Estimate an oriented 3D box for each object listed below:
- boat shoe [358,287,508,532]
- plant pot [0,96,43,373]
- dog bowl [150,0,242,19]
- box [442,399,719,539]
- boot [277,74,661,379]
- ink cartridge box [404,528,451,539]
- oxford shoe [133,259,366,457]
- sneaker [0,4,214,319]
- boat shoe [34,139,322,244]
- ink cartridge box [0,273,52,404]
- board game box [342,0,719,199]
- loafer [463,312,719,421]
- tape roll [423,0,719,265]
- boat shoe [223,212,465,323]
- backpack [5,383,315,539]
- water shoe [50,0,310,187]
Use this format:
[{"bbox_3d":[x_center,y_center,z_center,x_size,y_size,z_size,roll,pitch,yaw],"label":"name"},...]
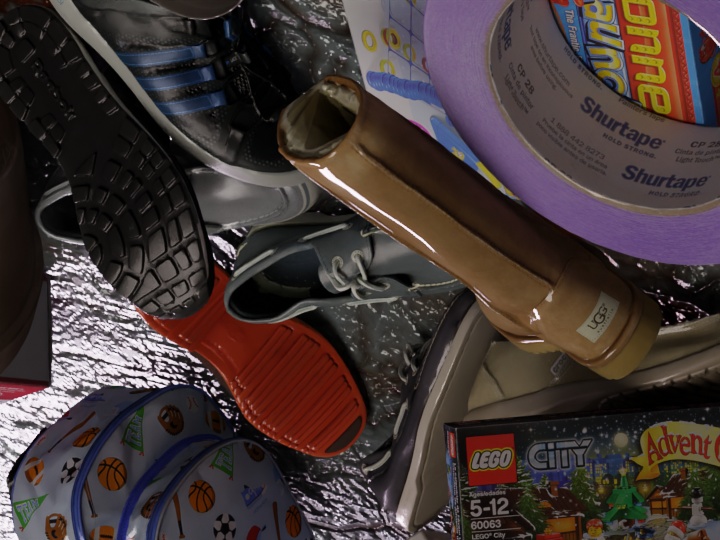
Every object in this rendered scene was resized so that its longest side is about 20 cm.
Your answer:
[{"bbox_3d":[0.039,0.075,1.494,0.063,0.073,0.200,40,140,24],"label":"boat shoe"},{"bbox_3d":[-0.281,-0.038,1.512,0.200,0.200,0.174,33,144,3],"label":"plant pot"},{"bbox_3d":[-0.091,-0.225,1.217,0.200,0.059,0.200,38,146,32],"label":"dog bowl"},{"bbox_3d":[0.148,0.142,1.326,0.200,0.137,0.038,-4,-178,-9],"label":"box"},{"bbox_3d":[0.043,-0.031,1.248,0.200,0.066,0.175,34,174,-22],"label":"boot"},{"bbox_3d":[-0.007,0.248,1.601,0.067,0.200,0.117,61,-166,19],"label":"ink cartridge box"},{"bbox_3d":[-0.072,0.042,1.568,0.200,0.071,0.073,46,-179,-28],"label":"oxford shoe"},{"bbox_3d":[-0.127,-0.068,1.418,0.076,0.088,0.200,-34,80,26],"label":"sneaker"},{"bbox_3d":[-0.112,-0.040,1.482,0.201,0.072,0.070,-1,131,38],"label":"boat shoe"},{"bbox_3d":[-0.323,0.054,1.695,0.146,0.083,0.200,7,163,-37],"label":"ink cartridge box"},{"bbox_3d":[0.090,-0.121,1.240,0.196,0.056,0.200,12,139,29],"label":"board game box"},{"bbox_3d":[0.140,0.049,1.382,0.200,0.068,0.076,-17,157,31],"label":"loafer"},{"bbox_3d":[0.131,-0.097,1.131,0.200,0.066,0.200,22,143,17],"label":"tape roll"},{"bbox_3d":[0.000,0.000,1.446,0.200,0.062,0.073,-5,128,42],"label":"boat shoe"},{"bbox_3d":[-0.137,0.174,1.661,0.154,0.200,0.191,-14,116,41],"label":"backpack"},{"bbox_3d":[-0.092,-0.124,1.368,0.200,0.072,0.079,39,146,-5],"label":"water shoe"}]
